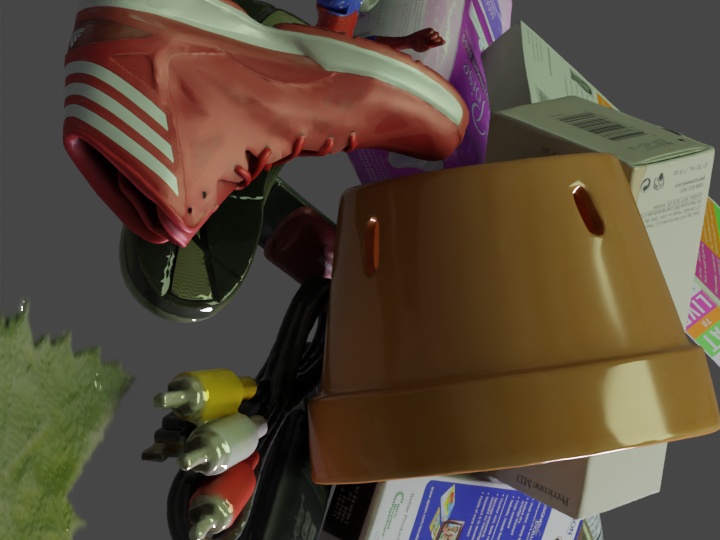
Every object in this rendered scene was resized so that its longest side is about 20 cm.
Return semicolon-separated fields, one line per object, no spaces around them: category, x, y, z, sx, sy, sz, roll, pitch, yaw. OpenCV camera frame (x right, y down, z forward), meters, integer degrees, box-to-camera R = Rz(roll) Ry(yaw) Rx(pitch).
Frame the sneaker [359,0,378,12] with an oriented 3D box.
sneaker;0.001;-0.222;1.548;0.200;0.075;0.087;-83;-168;-51

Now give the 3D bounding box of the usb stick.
usb stick;-0.047;0.151;1.323;0.200;0.033;0.056;-74;145;-48

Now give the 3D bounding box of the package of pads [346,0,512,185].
package of pads;0.039;-0.137;1.600;0.121;0.075;0.200;63;28;-43

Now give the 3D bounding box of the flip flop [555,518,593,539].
flip flop;0.096;0.131;1.541;0.058;0.081;0.201;-135;-151;-64

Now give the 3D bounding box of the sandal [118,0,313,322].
sandal;-0.071;-0.054;1.271;0.057;0.080;0.201;-47;-166;52

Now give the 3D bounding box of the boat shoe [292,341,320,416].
boat shoe;0.014;0.073;1.483;0.200;0.062;0.073;27;56;-70

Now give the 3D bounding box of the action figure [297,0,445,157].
action figure;0.014;-0.146;1.418;0.065;0.099;0.201;-19;130;-66

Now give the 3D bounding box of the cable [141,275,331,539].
cable;-0.042;0.071;1.287;0.200;0.050;0.097;-33;117;-54

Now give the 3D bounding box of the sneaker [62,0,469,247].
sneaker;-0.049;-0.054;1.216;0.078;0.199;0.116;-24;-127;64

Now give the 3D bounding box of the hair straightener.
hair straightener;0.000;0.000;1.430;0.200;0.041;0.077;30;10;-46

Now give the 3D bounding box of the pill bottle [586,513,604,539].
pill bottle;0.094;0.151;1.638;0.106;0.106;0.201;-57;138;-63

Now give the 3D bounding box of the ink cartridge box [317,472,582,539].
ink cartridge box;0.048;0.154;1.456;0.200;0.037;0.095;13;97;-50

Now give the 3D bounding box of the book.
book;0.151;-0.044;1.541;0.200;0.048;0.134;44;19;-20

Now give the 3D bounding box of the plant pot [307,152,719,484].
plant pot;0.067;0.021;1.294;0.200;0.199;0.141;-1;83;-72

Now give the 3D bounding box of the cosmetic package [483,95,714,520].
cosmetic package;0.115;0.018;1.425;0.073;0.103;0.201;-13;117;-44
